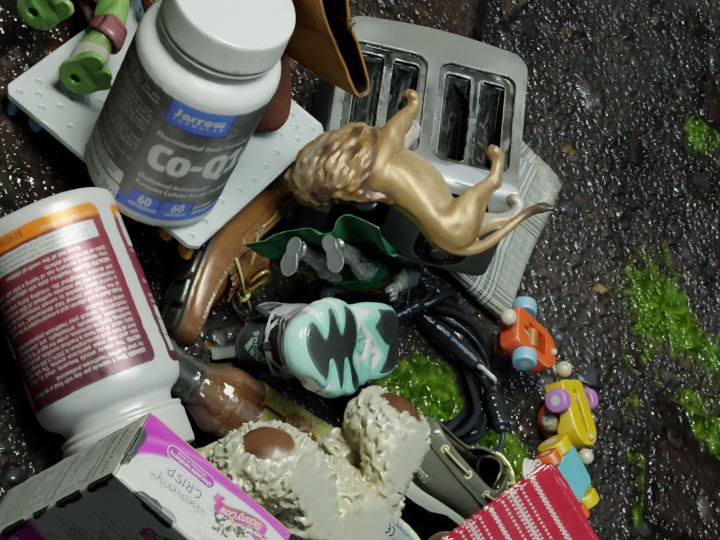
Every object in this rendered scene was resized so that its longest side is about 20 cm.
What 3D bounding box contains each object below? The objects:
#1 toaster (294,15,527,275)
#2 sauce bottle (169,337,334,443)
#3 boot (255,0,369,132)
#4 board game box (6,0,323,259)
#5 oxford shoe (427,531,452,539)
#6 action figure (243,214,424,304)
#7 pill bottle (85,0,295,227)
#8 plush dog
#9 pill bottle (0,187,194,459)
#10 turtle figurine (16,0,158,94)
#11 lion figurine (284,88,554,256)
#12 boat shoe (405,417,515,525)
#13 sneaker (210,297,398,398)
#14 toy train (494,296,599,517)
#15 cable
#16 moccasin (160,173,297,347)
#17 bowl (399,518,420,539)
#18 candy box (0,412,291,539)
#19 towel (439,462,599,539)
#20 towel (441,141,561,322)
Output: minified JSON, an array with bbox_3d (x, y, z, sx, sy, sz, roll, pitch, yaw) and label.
[{"bbox_3d":[0.049,-0.114,1.735,0.179,0.119,0.202,14,59,-9],"label":"toaster"},{"bbox_3d":[-0.090,0.116,1.576,0.199,0.066,0.066,37,50,-23],"label":"sauce bottle"},{"bbox_3d":[-0.047,-0.170,1.522,0.068,0.199,0.190,-24,121,-29],"label":"boot"},{"bbox_3d":[-0.158,-0.123,1.612,0.200,0.026,0.200,39,46,6],"label":"board game box"},{"bbox_3d":[0.128,0.283,1.705,0.200,0.071,0.071,40,19,-17],"label":"oxford shoe"},{"bbox_3d":[0.000,0.000,1.637,0.200,0.117,0.055,21,69,-64],"label":"action figure"},{"bbox_3d":[-0.126,-0.134,1.480,0.113,0.200,0.115,14,49,-17],"label":"pill bottle"},{"bbox_3d":[-0.062,0.170,1.464,0.199,0.171,0.162,-13,107,-46],"label":"plush dog"},{"bbox_3d":[-0.203,0.051,1.471,0.114,0.114,0.202,-16,81,-44],"label":"pill bottle"},{"bbox_3d":[-0.171,-0.240,1.573,0.198,0.145,0.195,19,48,12],"label":"turtle figurine"},{"bbox_3d":[0.046,-0.064,1.598,0.199,0.073,0.123,31,61,12],"label":"lion figurine"},{"bbox_3d":[0.098,0.182,1.683,0.201,0.060,0.072,33,20,-45],"label":"boat shoe"},{"bbox_3d":[-0.061,0.063,1.579,0.200,0.139,0.079,10,79,-70],"label":"sneaker"},{"bbox_3d":[0.157,0.134,1.782,0.150,0.055,0.202,37,42,-40],"label":"toy train"},{"bbox_3d":[0.049,0.081,1.726,0.199,0.051,0.165,16,60,-35],"label":"cable"},{"bbox_3d":[-0.103,-0.009,1.624,0.078,0.074,0.202,38,40,-11],"label":"moccasin"},{"bbox_3d":[-0.039,0.276,1.499,0.200,0.199,0.108,-52,150,-42],"label":"bowl"},{"bbox_3d":[-0.162,0.188,1.381,0.136,0.199,0.061,43,49,-18],"label":"candy box"},{"bbox_3d":[0.118,0.271,1.646,0.199,0.022,0.145,-35,97,-9],"label":"towel"},{"bbox_3d":[0.105,-0.080,1.864,0.192,0.034,0.201,42,48,-19],"label":"towel"}]
